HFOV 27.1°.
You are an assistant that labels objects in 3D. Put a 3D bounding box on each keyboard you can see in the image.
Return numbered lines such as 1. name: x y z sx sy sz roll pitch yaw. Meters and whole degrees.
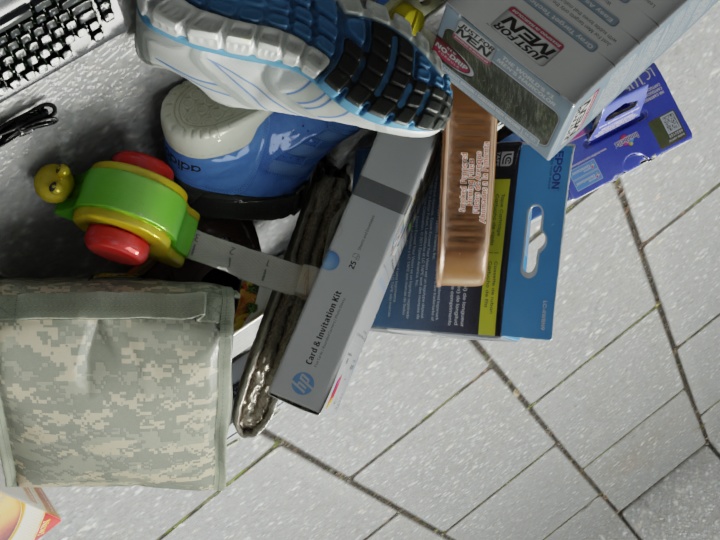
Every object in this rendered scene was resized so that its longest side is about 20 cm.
1. keyboard: -0.220 -0.095 0.841 0.200 0.021 0.127 -32 155 -12

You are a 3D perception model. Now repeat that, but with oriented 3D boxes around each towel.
1. towel: -0.048 0.017 1.110 0.133 0.034 0.200 -89 -160 -79

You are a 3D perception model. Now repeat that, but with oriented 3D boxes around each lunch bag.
1. lunch bag: -0.168 0.064 1.018 0.164 0.118 0.200 2 148 -7

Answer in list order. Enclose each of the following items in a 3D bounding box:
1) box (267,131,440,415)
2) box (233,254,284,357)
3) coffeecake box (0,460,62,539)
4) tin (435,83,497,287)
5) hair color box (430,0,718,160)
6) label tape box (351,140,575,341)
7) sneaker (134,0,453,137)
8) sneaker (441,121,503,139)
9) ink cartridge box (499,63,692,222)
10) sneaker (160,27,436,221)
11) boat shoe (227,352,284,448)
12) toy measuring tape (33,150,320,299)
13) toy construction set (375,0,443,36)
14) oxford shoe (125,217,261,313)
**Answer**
1. box: 0.000 0.000 1.020 0.156 0.041 0.200 56 55 -85
2. box: -0.131 0.061 1.223 0.200 0.039 0.041 -34 155 -8
3. coffeecake box: -0.340 0.190 1.121 0.154 0.073 0.200 -38 157 -1
4. tin: 0.072 -0.083 1.001 0.042 0.112 0.200 1 119 -1
5. hair color box: 0.145 -0.168 0.921 0.200 0.099 0.061 -42 165 -29
6. label tape box: 0.082 -0.020 1.119 0.066 0.200 0.143 12 83 -50
7. sneaker: -0.043 -0.123 0.893 0.087 0.200 0.075 124 -15 -58
8. sneaker: 0.066 -0.124 1.123 0.200 0.074 0.089 -11 143 -46
9. ink cartridge box: 0.177 -0.097 1.238 0.136 0.076 0.200 -27 180 -25
10. sneaker: -0.038 -0.098 1.017 0.200 0.077 0.111 -24 147 -19
11. boat shoe: -0.141 0.134 1.312 0.200 0.072 0.066 -31 152 -36
12. toy measuring tape: -0.112 -0.027 0.957 0.200 0.074 0.074 21 129 -15
13. toy construction set: 0.084 -0.231 0.932 0.200 0.092 0.131 -29 131 -38
14. oxford shoe: -0.139 0.027 1.108 0.071 0.073 0.200 -12 146 -46
